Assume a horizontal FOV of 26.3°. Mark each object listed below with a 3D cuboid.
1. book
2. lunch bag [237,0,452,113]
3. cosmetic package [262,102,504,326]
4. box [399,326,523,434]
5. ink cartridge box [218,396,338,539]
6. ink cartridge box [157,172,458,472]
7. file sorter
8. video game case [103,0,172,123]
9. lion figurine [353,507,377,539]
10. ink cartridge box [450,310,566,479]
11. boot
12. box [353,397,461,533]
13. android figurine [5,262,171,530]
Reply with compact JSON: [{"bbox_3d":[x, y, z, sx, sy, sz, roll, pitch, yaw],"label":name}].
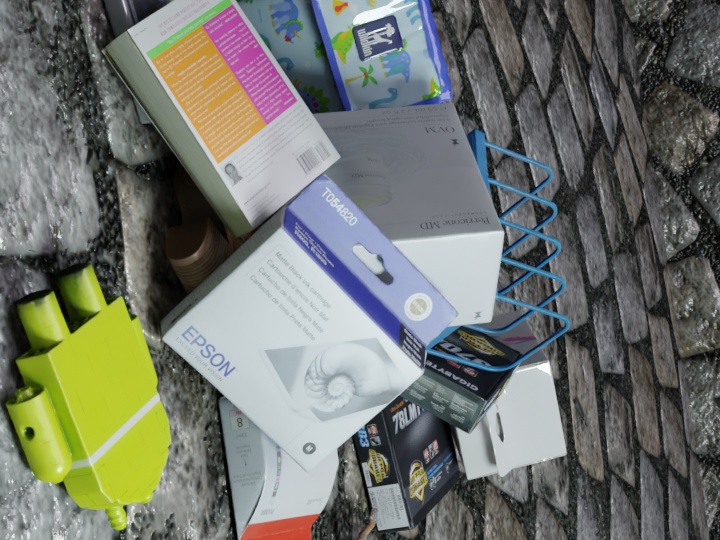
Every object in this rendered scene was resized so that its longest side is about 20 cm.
[{"bbox_3d":[-0.116,-0.148,1.361,0.134,0.048,0.200,-42,103,-38],"label":"book"},{"bbox_3d":[-0.016,-0.236,1.588,0.127,0.199,0.171,-49,126,-61],"label":"lunch bag"},{"bbox_3d":[0.013,-0.049,1.473,0.201,0.198,0.123,-106,-165,-44],"label":"cosmetic package"},{"bbox_3d":[0.062,0.086,1.660,0.046,0.199,0.159,-67,167,22],"label":"box"},{"bbox_3d":[-0.067,0.214,1.469,0.162,0.057,0.201,10,67,-66],"label":"ink cartridge box"},{"bbox_3d":[-0.040,0.050,1.357,0.200,0.200,0.041,44,6,-23],"label":"ink cartridge box"},{"bbox_3d":[0.132,-0.014,1.607,0.122,0.139,0.201,18,53,-28],"label":"file sorter"},{"bbox_3d":[-0.183,-0.252,1.426,0.182,0.023,0.201,-43,120,-64],"label":"video game case"},{"bbox_3d":[0.035,0.343,1.621,0.122,0.072,0.201,153,-80,-79],"label":"lion figurine"},{"bbox_3d":[0.165,0.152,1.855,0.200,0.125,0.129,-106,-178,-70],"label":"ink cartridge box"},{"bbox_3d":[-0.110,-0.029,1.437,0.156,0.076,0.201,60,27,-42],"label":"boot"},{"bbox_3d":[0.048,0.174,1.762,0.200,0.049,0.200,-24,103,-68],"label":"box"},{"bbox_3d":[-0.206,0.101,1.196,0.182,0.041,0.201,-50,126,-62],"label":"android figurine"}]
